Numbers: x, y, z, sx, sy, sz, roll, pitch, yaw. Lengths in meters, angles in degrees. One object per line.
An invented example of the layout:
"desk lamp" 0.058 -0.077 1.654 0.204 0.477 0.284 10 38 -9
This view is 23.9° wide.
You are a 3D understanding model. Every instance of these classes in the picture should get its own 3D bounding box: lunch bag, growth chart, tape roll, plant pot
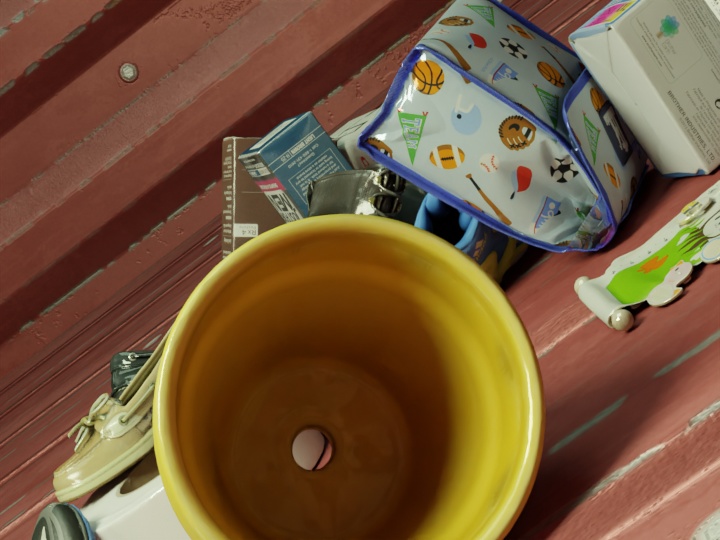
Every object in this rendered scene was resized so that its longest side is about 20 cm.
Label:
"lunch bag" 0.125 -0.109 1.292 0.124 0.200 0.170 -57 -3 31
"growth chart" 0.223 -0.032 1.105 0.200 0.018 0.145 -40 10 -6
"tape roll" -0.126 0.164 1.306 0.202 0.071 0.202 -37 10 8
"plant pot" -0.016 0.089 0.932 0.201 0.201 0.189 -40 -5 -16

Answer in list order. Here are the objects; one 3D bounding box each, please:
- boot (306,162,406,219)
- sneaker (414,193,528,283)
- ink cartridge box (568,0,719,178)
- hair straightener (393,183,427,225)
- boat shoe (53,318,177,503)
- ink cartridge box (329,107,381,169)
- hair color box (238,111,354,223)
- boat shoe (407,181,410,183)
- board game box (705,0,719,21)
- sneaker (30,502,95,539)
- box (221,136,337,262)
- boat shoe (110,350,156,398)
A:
"boot" 0.000 0.000 1.285 0.200 0.069 0.175 5 75 50
"sneaker" 0.092 -0.039 1.346 0.105 0.075 0.200 94 -161 -45
"ink cartridge box" 0.273 -0.181 1.259 0.200 0.137 0.076 -40 15 -13
"hair straightener" 0.005 0.022 1.358 0.201 0.041 0.077 -63 -8 0
"boat shoe" -0.180 0.107 1.366 0.200 0.063 0.073 -45 12 -32
"ink cartridge box" 0.036 -0.078 1.623 0.084 0.146 0.200 -38 10 -18
"hair color box" -0.015 -0.035 1.439 0.060 0.200 0.100 -39 9 -10
"boat shoe" 0.130 -0.073 1.505 0.199 0.068 0.072 -23 -31 -21
"board game box" 0.322 -0.197 1.187 0.035 0.126 0.200 -27 15 50
"sneaker" -0.249 0.248 1.192 0.071 0.083 0.200 -15 42 52
"box" -0.076 -0.023 1.566 0.100 0.201 0.075 -1 4 -13
"boat shoe" -0.125 0.080 1.486 0.199 0.066 0.075 -14 -23 -15
